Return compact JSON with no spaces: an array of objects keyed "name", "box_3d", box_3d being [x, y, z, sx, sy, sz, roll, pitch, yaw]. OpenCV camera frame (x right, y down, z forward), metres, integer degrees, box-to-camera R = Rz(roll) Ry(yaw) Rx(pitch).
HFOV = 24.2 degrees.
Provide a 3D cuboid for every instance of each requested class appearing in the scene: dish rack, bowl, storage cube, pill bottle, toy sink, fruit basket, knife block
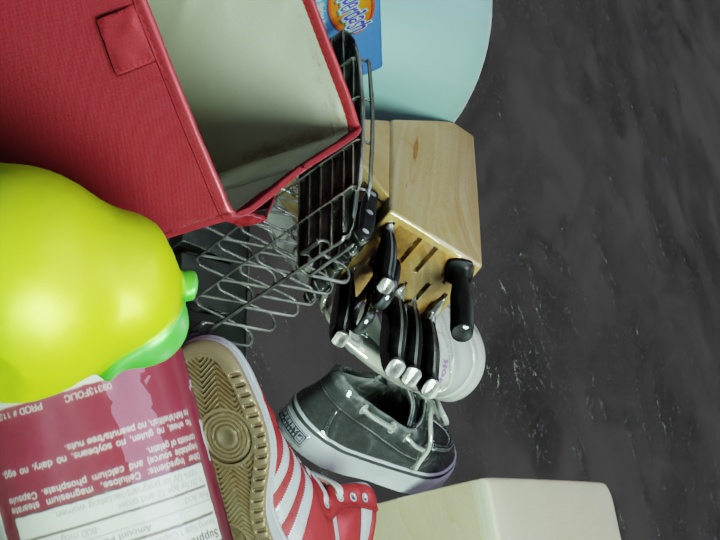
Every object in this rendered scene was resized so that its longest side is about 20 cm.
[{"name":"dish rack","box_3d":[-0.046,-0.037,0.950,0.054,0.200,0.154,18,56,-32]},{"name":"bowl","box_3d":[-0.019,-0.171,1.116,0.105,0.200,0.202,-1,75,-44]},{"name":"storage cube","box_3d":[-0.132,-0.102,0.816,0.201,0.179,0.171,69,25,-11]},{"name":"pill bottle","box_3d":[-0.123,0.107,0.786,0.114,0.114,0.201,-10,84,-65]},{"name":"toy sink","box_3d":[0.100,0.222,1.187,0.200,0.112,0.131,11,65,-57]},{"name":"fruit basket","box_3d":[-0.179,0.002,0.679,0.215,0.155,0.217,28,50,-38]},{"name":"knife block","box_3d":[0.037,-0.009,1.013,0.199,0.064,0.176,-5,53,-54]}]

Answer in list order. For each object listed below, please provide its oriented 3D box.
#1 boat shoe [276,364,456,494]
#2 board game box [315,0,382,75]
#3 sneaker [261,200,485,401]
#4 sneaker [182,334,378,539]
[{"name":"boat shoe","box_3d":[0.021,0.099,1.128,0.199,0.068,0.074,25,24,-53]},{"name":"board game box","box_3d":[-0.037,-0.209,0.944,0.200,0.045,0.153,83,-16,-75]},{"name":"sneaker","box_3d":[0.000,0.000,1.076,0.200,0.075,0.100,46,14,16]},{"name":"sneaker","box_3d":[-0.051,0.118,0.981,0.112,0.071,0.201,-41,120,-59]}]
